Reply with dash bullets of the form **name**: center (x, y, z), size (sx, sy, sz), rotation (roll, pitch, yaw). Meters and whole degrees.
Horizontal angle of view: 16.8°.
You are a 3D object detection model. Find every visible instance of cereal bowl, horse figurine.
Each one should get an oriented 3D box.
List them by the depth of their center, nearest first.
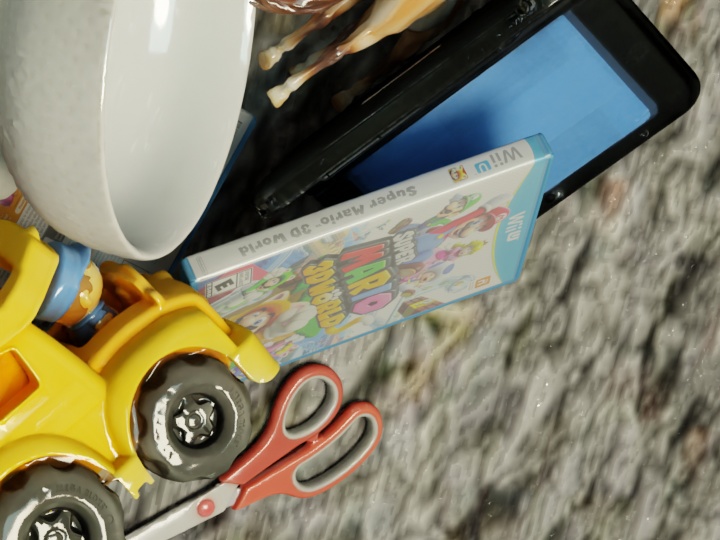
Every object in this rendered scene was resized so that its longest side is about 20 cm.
- **cereal bowl**: center (-0.117, -0.109, 1.116), size (0.083, 0.200, 0.201), rotation (9, 107, 13)
- **horse figurine**: center (0.012, -0.134, 1.230), size (0.132, 0.200, 0.050), rotation (-39, 81, 12)

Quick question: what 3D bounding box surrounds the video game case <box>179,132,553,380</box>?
- **video game case**: center (0.000, 0.000, 1.278), size (0.199, 0.018, 0.143), rotation (-20, 156, -14)

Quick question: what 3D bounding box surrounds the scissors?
- **scissors**: center (-0.073, 0.130, 1.349), size (0.200, 0.014, 0.073), rotation (-41, 123, -12)

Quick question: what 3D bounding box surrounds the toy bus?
- **toy bus**: center (-0.168, 0.043, 1.132), size (0.200, 0.136, 0.192), rotation (-42, 111, -19)

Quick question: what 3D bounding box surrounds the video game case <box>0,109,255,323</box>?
- **video game case**: center (-0.165, -0.059, 1.225), size (0.200, 0.018, 0.143), rotation (28, 93, -32)

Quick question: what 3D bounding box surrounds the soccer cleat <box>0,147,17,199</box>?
- **soccer cleat**: center (-0.234, -0.091, 1.123), size (0.200, 0.069, 0.078), rotation (25, 89, -39)

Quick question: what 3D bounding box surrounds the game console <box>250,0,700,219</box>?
- **game console**: center (0.065, -0.066, 1.260), size (0.200, 0.176, 0.117), rotation (-36, 95, 16)
